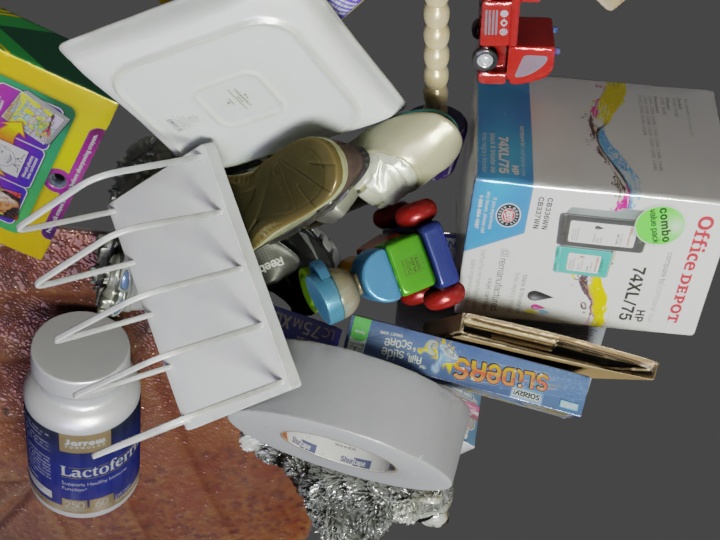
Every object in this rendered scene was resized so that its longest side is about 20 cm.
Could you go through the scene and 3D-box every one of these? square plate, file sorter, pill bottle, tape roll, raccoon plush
[{"bbox_3d":[-0.091,-0.138,1.005,0.197,0.029,0.200,-16,149,21],"label":"square plate"},{"bbox_3d":[-0.163,0.026,1.030,0.138,0.124,0.202,-24,84,42],"label":"file sorter"},{"bbox_3d":[-0.276,0.143,1.325,0.115,0.116,0.201,7,133,-2],"label":"pill bottle"},{"bbox_3d":[-0.010,0.124,1.130,0.198,0.067,0.200,15,162,5],"label":"tape roll"},{"bbox_3d":[-0.005,0.187,1.242,0.199,0.097,0.134,28,135,-21],"label":"raccoon plush"}]

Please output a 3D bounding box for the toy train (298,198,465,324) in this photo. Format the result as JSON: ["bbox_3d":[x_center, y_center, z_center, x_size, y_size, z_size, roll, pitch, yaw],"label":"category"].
[{"bbox_3d":[0.000,0.000,1.096,0.115,0.200,0.085,-21,96,-13],"label":"toy train"}]

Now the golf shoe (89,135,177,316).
[{"bbox_3d":[-0.178,-0.040,1.194,0.096,0.079,0.201,2,140,-24],"label":"golf shoe"}]

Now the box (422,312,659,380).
[{"bbox_3d":[0.145,0.067,1.138,0.162,0.021,0.200,13,174,-5],"label":"box"}]

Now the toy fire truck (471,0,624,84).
[{"bbox_3d":[0.155,-0.228,0.991,0.140,0.049,0.201,1,133,3],"label":"toy fire truck"}]

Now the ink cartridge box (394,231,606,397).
[{"bbox_3d":[0.131,0.032,1.235,0.198,0.041,0.201,7,135,1],"label":"ink cartridge box"}]

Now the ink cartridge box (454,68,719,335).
[{"bbox_3d":[0.182,-0.056,1.081,0.198,0.147,0.148,5,133,1],"label":"ink cartridge box"}]

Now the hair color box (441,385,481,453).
[{"bbox_3d":[0.019,0.159,1.321,0.100,0.061,0.200,29,143,-23],"label":"hair color box"}]

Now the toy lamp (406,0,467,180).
[{"bbox_3d":[0.060,-0.161,1.059,0.058,0.058,0.201,2,130,3],"label":"toy lamp"}]

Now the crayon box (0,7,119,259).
[{"bbox_3d":[-0.311,-0.122,1.124,0.171,0.059,0.200,25,130,-15],"label":"crayon box"}]

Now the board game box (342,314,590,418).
[{"bbox_3d":[0.088,0.083,1.128,0.198,0.035,0.135,15,174,6],"label":"board game box"}]

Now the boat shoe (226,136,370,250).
[{"bbox_3d":[-0.072,-0.054,1.077,0.200,0.072,0.066,-24,169,41],"label":"boat shoe"}]

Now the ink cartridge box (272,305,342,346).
[{"bbox_3d":[-0.090,0.057,1.208,0.118,0.042,0.200,19,171,-12],"label":"ink cartridge box"}]

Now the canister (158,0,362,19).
[{"bbox_3d":[-0.046,-0.246,0.968,0.148,0.087,0.200,35,128,-27],"label":"canister"}]

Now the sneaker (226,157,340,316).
[{"bbox_3d":[-0.085,-0.034,1.162,0.066,0.091,0.200,-24,126,24],"label":"sneaker"}]

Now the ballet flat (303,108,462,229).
[{"bbox_3d":[0.004,-0.074,1.089,0.069,0.070,0.199,37,149,-26],"label":"ballet flat"}]
